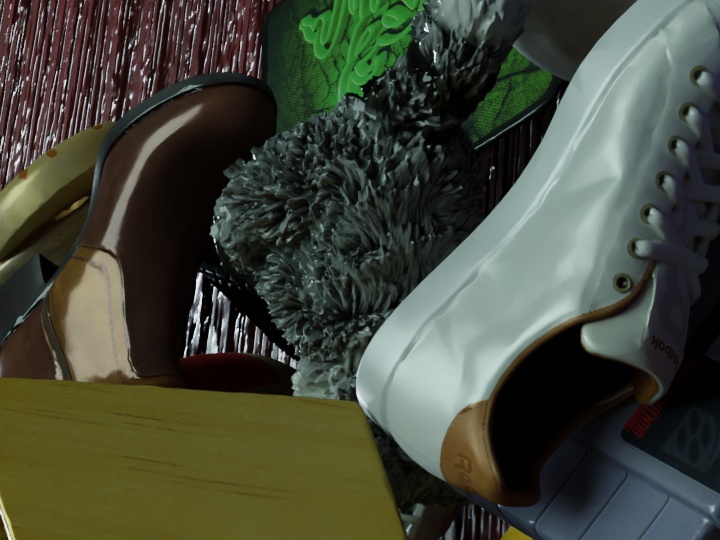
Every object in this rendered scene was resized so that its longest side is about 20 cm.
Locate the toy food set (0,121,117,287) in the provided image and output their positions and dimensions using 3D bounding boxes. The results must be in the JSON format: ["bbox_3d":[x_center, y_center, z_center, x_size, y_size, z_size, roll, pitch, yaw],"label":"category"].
[{"bbox_3d":[-0.155,-0.015,1.451,0.198,0.049,0.200,-37,0,26],"label":"toy food set"}]

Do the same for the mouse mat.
[{"bbox_3d":[0.017,-0.094,1.257,0.161,0.008,0.200,-32,32,23],"label":"mouse mat"}]

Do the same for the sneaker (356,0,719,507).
[{"bbox_3d":[0.091,-0.010,0.913,0.200,0.073,0.085,-53,47,3],"label":"sneaker"}]

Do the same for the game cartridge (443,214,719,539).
[{"bbox_3d":[0.121,0.010,0.939,0.200,0.038,0.130,-52,33,-7],"label":"game cartridge"}]

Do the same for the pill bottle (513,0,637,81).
[{"bbox_3d":[0.114,-0.175,1.090,0.111,0.111,0.201,-27,48,54],"label":"pill bottle"}]

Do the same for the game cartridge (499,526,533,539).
[{"bbox_3d":[0.049,0.202,1.031,0.176,0.032,0.200,-53,29,30],"label":"game cartridge"}]

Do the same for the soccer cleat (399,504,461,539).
[{"bbox_3d":[-0.006,0.115,1.141,0.085,0.068,0.200,-98,33,-78],"label":"soccer cleat"}]

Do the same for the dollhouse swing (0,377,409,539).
[{"bbox_3d":[-0.052,0.164,0.965,0.200,0.181,0.176,89,-175,-58],"label":"dollhouse swing"}]

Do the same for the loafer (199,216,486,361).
[{"bbox_3d":[0.000,0.000,1.247,0.071,0.073,0.200,-54,31,-15],"label":"loafer"}]

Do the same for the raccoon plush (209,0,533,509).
[{"bbox_3d":[0.017,0.002,1.050,0.134,0.097,0.200,66,154,25],"label":"raccoon plush"}]

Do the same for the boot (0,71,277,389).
[{"bbox_3d":[-0.079,0.039,1.190,0.188,0.068,0.200,-42,43,20],"label":"boot"}]

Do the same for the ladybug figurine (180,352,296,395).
[{"bbox_3d":[-0.080,0.097,1.311,0.200,0.072,0.136,-2,69,62],"label":"ladybug figurine"}]
